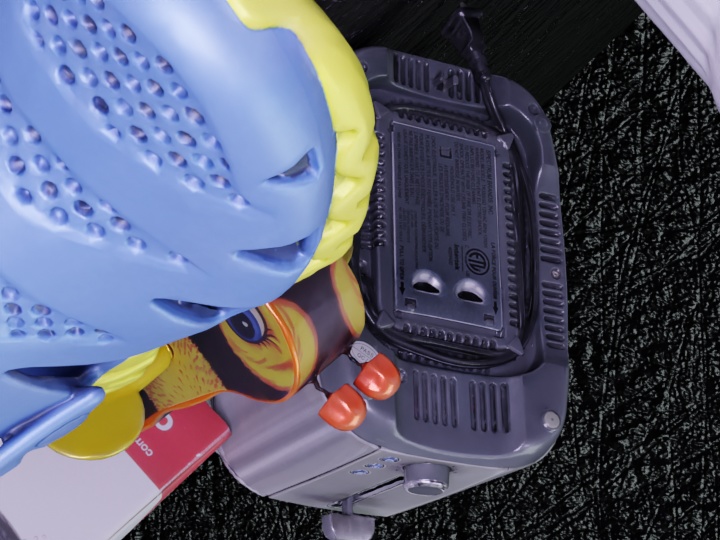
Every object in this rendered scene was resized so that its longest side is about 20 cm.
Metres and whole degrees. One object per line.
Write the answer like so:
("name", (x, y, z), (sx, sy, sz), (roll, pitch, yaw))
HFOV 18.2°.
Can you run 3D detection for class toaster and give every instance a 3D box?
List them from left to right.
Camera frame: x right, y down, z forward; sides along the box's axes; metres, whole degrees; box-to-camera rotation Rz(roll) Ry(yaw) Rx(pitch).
("toaster", (0.006, 0.004, 0.899), (0.113, 0.201, 0.129), (11, 153, -26))

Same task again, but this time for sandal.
("sandal", (-0.064, -0.003, 0.425), (0.087, 0.080, 0.200), (-37, 174, -32))

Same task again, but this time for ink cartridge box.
("ink cartridge box", (-0.164, 0.114, 0.865), (0.200, 0.084, 0.144), (-42, 179, -41))

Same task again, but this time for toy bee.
("toy bee", (-0.046, 0.015, 0.703), (0.131, 0.109, 0.200), (-39, 178, -15))

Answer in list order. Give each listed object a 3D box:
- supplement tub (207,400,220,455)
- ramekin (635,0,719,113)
("supplement tub", (0.000, 0.000, 1.076), (0.200, 0.123, 0.123), (-41, 178, -43))
("ramekin", (0.141, -0.134, 0.590), (0.200, 0.098, 0.201), (-38, 159, -17))
